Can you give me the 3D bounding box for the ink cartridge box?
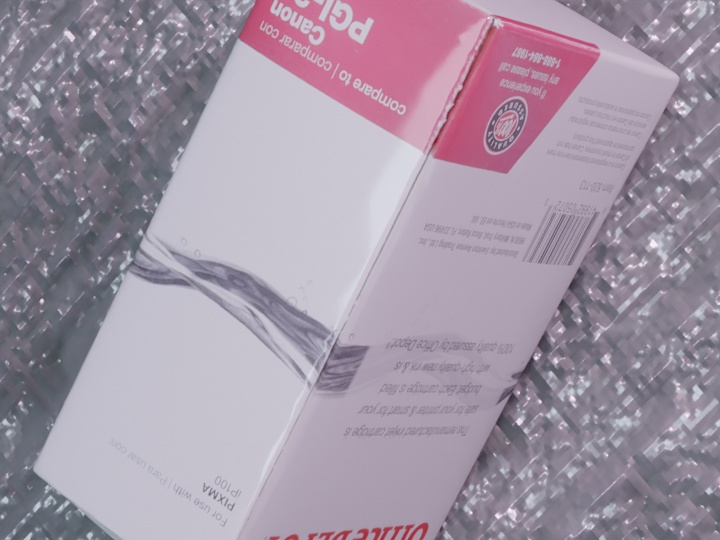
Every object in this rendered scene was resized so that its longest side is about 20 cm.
[{"bbox_3d":[0.000,0.000,0.833,0.083,0.146,0.201,33,103,25],"label":"ink cartridge box"}]
